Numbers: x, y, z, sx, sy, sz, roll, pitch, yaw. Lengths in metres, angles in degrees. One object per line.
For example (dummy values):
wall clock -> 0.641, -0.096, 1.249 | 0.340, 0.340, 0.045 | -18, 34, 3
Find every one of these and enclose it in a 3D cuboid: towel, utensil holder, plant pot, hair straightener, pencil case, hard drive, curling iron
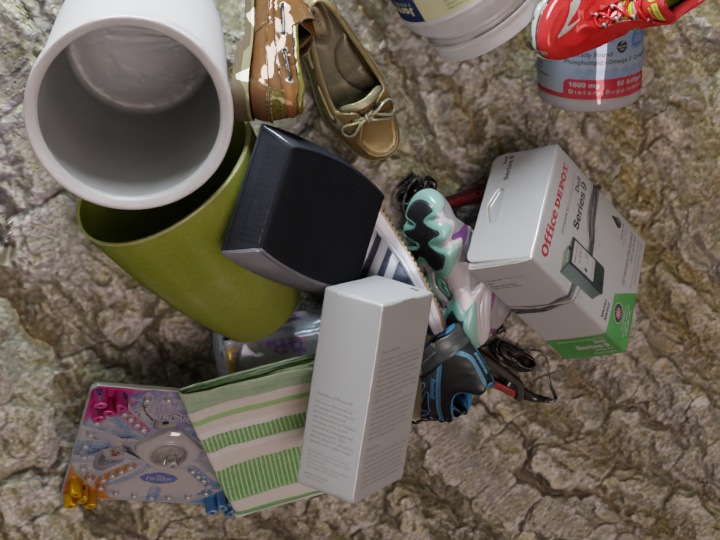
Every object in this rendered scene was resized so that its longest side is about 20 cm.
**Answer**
towel -> -0.088, 0.174, 1.275 | 0.151, 0.023, 0.201 | -15, 132, 0
utensil holder -> -0.197, -0.171, 1.081 | 0.168, 0.200, 0.171 | -3, 118, -5
plant pot -> -0.142, -0.029, 1.203 | 0.187, 0.187, 0.200 | -34, 129, -1
hair straightener -> 0.157, 0.100, 1.424 | 0.199, 0.041, 0.077 | 28, 102, -21
pencil case -> -0.062, 0.081, 1.321 | 0.198, 0.083, 0.091 | -9, 126, -15
hard drive -> -0.046, -0.049, 1.159 | 0.200, 0.042, 0.136 | 23, 84, -60
curling iron -> 0.130, -0.093, 1.339 | 0.198, 0.026, 0.050 | -10, 119, -14

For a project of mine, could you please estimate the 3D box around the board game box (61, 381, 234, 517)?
board game box -> -0.204, 0.197, 1.312 | 0.198, 0.026, 0.201 | 7, 135, -20

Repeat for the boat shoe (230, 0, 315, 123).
boat shoe -> -0.073, -0.220, 1.132 | 0.067, 0.201, 0.072 | 1, 155, 5

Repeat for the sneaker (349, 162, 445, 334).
sneaker -> 0.000, 0.000, 1.288 | 0.108, 0.070, 0.201 | -32, 92, -2

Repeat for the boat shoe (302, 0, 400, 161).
boat shoe -> -0.013, -0.190, 1.227 | 0.073, 0.063, 0.202 | -28, 119, -5

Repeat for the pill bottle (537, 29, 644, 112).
pill bottle -> 0.235, -0.271, 1.247 | 0.108, 0.109, 0.201 | -10, 116, -14

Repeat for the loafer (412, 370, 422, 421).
loafer -> -0.010, 0.154, 1.324 | 0.075, 0.199, 0.070 | -4, 75, -44

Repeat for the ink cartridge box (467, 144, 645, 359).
ink cartridge box -> 0.213, -0.017, 1.314 | 0.200, 0.084, 0.147 | 39, 56, -38

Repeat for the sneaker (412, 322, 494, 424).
sneaker -> 0.072, 0.142, 1.351 | 0.073, 0.082, 0.200 | -32, 167, -39

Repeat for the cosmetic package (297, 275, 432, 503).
cosmetic package -> 0.004, 0.114, 1.212 | 0.101, 0.071, 0.202 | -11, 114, -58

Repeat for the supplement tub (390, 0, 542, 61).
supplement tub -> 0.076, -0.313, 1.154 | 0.145, 0.145, 0.200 | -37, 119, 0

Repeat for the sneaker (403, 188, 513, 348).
sneaker -> 0.129, -0.025, 1.342 | 0.140, 0.078, 0.201 | -34, 126, -25

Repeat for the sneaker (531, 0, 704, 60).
sneaker -> 0.253, -0.253, 1.150 | 0.199, 0.085, 0.077 | -27, 118, -7
